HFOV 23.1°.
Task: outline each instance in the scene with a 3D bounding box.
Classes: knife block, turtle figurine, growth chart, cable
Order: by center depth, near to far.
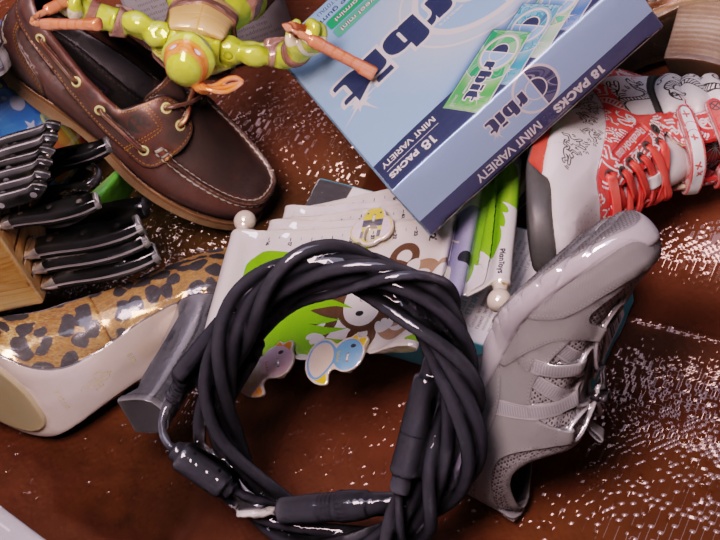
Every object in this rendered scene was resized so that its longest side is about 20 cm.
[{"bbox_3d":[-0.013,0.074,0.911,0.163,0.200,0.051,47,32,5],"label":"cable"},{"bbox_3d":[0.000,0.000,0.988,0.200,0.018,0.145,-14,47,19],"label":"growth chart"},{"bbox_3d":[-0.084,-0.145,1.046,0.200,0.065,0.161,7,32,3],"label":"turtle figurine"},{"bbox_3d":[-0.221,-0.011,1.054,0.175,0.200,0.064,21,45,-17],"label":"knife block"}]

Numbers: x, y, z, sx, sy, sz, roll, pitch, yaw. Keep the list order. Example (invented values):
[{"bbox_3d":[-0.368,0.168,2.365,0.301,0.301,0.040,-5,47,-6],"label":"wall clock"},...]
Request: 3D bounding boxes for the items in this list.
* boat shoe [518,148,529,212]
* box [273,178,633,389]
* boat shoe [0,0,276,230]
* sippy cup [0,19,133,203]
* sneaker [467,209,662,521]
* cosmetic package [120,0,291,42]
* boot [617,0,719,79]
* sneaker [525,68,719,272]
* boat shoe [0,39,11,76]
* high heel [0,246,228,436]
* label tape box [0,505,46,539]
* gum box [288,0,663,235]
[{"bbox_3d":[0.059,-0.098,1.085,0.072,0.066,0.201,-41,48,9],"label":"boat shoe"},{"bbox_3d":[0.049,0.012,1.019,0.200,0.049,0.082,15,60,26],"label":"box"},{"bbox_3d":[-0.133,-0.100,1.080,0.200,0.070,0.070,33,49,-11],"label":"boat shoe"},{"bbox_3d":[-0.231,-0.097,1.142,0.130,0.178,0.140,-49,13,-32],"label":"sippy cup"},{"bbox_3d":[0.104,0.050,0.909,0.082,0.200,0.075,41,40,9],"label":"sneaker"},{"bbox_3d":[-0.119,-0.221,1.146,0.101,0.200,0.071,-19,50,2],"label":"cosmetic package"},{"bbox_3d":[0.165,-0.188,1.119,0.200,0.074,0.155,13,60,11],"label":"boot"},{"bbox_3d":[0.157,-0.062,0.994,0.108,0.067,0.201,3,28,15],"label":"sneaker"},{"bbox_3d":[-0.278,-0.162,1.081,0.071,0.070,0.200,-26,28,-22],"label":"boat shoe"},{"bbox_3d":[-0.164,0.031,1.072,0.200,0.071,0.143,6,43,27],"label":"high heel"},{"bbox_3d":[-0.173,0.178,0.905,0.200,0.143,0.066,27,66,31],"label":"label tape box"},{"bbox_3d":[0.054,-0.133,1.014,0.170,0.045,0.200,-41,37,4],"label":"gum box"}]
